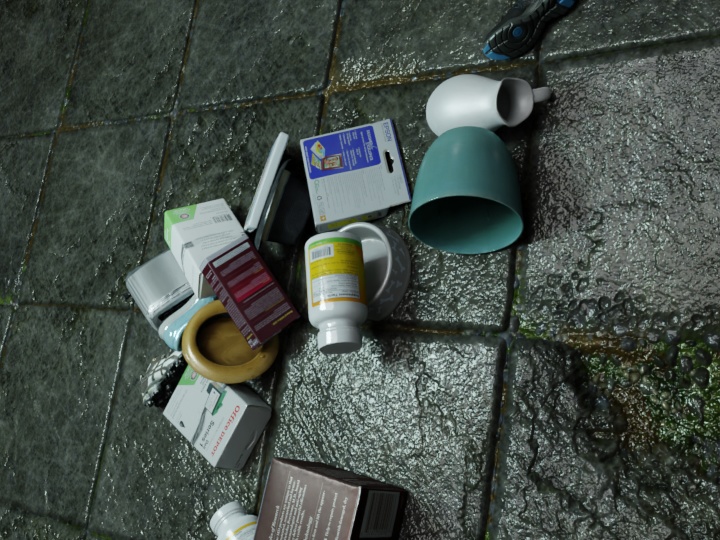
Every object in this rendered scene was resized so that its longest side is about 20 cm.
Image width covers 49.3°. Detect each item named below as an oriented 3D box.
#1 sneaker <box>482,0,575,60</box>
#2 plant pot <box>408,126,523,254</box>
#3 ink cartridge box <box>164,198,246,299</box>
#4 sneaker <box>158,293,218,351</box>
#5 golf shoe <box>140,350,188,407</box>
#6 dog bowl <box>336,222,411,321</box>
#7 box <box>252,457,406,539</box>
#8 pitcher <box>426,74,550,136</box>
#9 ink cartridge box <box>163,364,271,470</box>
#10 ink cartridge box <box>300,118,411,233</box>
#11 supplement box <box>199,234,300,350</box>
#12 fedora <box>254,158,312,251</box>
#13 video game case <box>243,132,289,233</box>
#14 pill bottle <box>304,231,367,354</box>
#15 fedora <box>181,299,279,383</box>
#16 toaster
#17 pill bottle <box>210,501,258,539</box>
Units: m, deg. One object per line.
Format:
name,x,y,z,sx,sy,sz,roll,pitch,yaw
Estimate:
sneaker,0.308,-0.472,1.460,0.198,0.073,0.083,-36,42,13
plant pot,0.185,-0.148,1.361,0.197,0.200,0.165,-10,61,31
ink cartridge box,-0.320,-0.049,1.689,0.201,0.143,0.085,54,145,33
sneaker,-0.337,0.099,1.691,0.200,0.074,0.082,-44,59,-9
golf shoe,-0.424,0.208,1.731,0.200,0.077,0.095,-45,56,13
dog bowl,0.000,0.000,1.519,0.196,0.058,0.206,-11,71,31
box,-0.052,0.433,1.352,0.196,0.165,0.169,7,80,35
pitcher,0.230,-0.300,1.425,0.198,0.169,0.125,3,106,52
ink cartridge box,-0.295,0.291,1.612,0.198,0.084,0.148,31,94,37
ink cartridge box,-0.011,-0.193,1.579,0.195,0.047,0.202,-12,66,-1
supplement box,-0.222,0.044,1.571,0.202,0.108,0.061,56,148,3
fedora,-0.147,-0.123,1.613,0.090,0.201,0.205,19,85,-4
video game case,-0.202,-0.182,1.665,0.182,0.023,0.205,177,111,-78
pill bottle,-0.043,0.043,1.431,0.109,0.110,0.205,-16,67,29
fedora,-0.267,0.156,1.609,0.195,0.082,0.205,6,57,-9
toaster,-0.427,0.044,1.737,0.198,0.115,0.130,-32,60,-13
pill bottle,-0.204,0.534,1.463,0.105,0.104,0.200,-51,54,10
